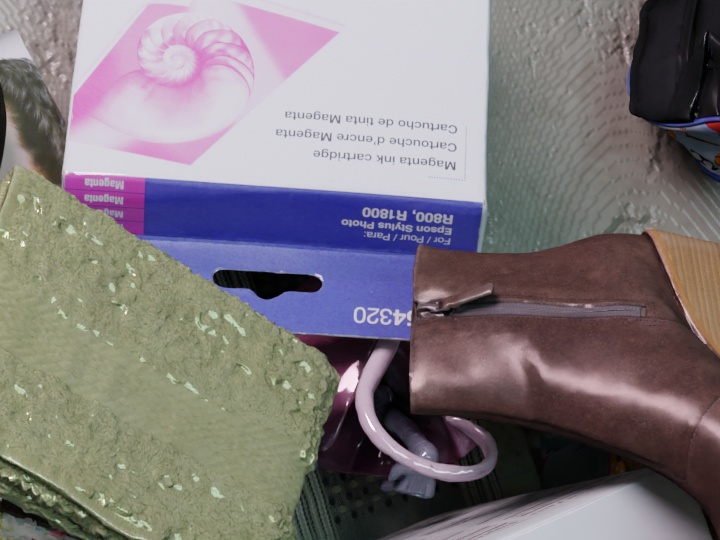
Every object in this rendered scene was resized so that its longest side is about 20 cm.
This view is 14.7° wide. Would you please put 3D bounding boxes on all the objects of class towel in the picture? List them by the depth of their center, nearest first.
[{"bbox_3d":[-0.105,0.053,1.204,0.200,0.036,0.149,30,53,-18],"label":"towel"},{"bbox_3d":[-0.018,0.048,1.403,0.192,0.035,0.201,-13,79,-34],"label":"towel"}]

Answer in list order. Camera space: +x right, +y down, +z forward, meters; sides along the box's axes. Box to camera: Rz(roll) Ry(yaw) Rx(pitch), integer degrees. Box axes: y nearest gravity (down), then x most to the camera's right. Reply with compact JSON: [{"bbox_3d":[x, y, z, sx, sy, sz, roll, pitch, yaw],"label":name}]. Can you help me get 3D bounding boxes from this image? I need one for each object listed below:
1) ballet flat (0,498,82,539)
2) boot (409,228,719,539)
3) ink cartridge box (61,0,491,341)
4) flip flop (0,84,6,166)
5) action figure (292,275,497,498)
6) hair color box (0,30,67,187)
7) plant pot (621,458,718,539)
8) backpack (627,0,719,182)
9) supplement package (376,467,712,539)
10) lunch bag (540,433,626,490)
[{"bbox_3d":[-0.165,0.105,1.258,0.199,0.064,0.076,27,39,22],"label":"ballet flat"},{"bbox_3d":[0.104,0.064,1.200,0.166,0.073,0.201,-1,46,-1],"label":"boot"},{"bbox_3d":[-0.038,-0.067,1.304,0.195,0.043,0.201,3,58,-2],"label":"ink cartridge box"},{"bbox_3d":[-0.206,-0.008,1.224,0.057,0.081,0.201,5,69,15],"label":"flip flop"},{"bbox_3d":[0.000,0.000,1.329,0.133,0.149,0.201,16,78,-19],"label":"action figure"},{"bbox_3d":[-0.226,-0.025,1.289,0.200,0.061,0.099,-29,90,-33],"label":"hair color box"},{"bbox_3d":[0.213,0.112,1.288,0.186,0.187,0.200,-29,72,-32],"label":"plant pot"},{"bbox_3d":[0.237,-0.135,1.515,0.154,0.200,0.191,41,62,-26],"label":"backpack"},{"bbox_3d":[0.060,0.192,1.267,0.150,0.200,0.152,-20,90,-33],"label":"supplement package"},{"bbox_3d":[0.200,0.158,1.428,0.199,0.122,0.171,5,71,-29],"label":"lunch bag"}]
